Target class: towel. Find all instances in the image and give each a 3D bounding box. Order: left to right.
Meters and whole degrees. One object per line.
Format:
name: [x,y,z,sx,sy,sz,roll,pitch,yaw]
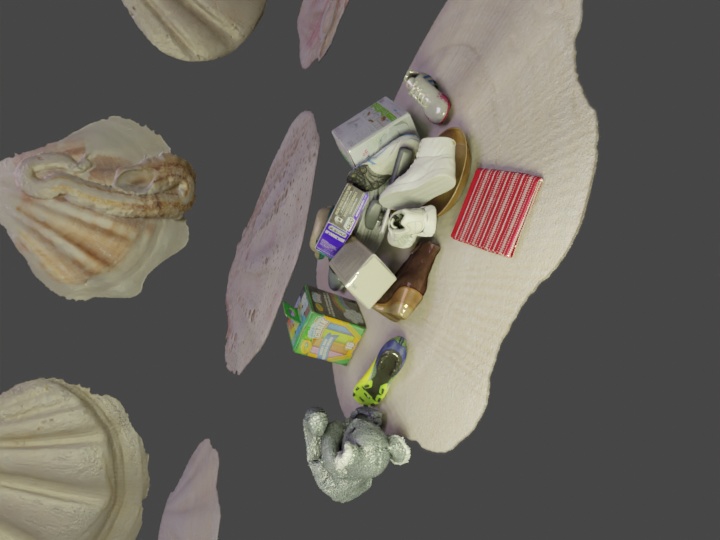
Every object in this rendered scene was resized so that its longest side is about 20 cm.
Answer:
towel: [0.241,-0.109,1.111,0.199,0.022,0.149,31,102,65]

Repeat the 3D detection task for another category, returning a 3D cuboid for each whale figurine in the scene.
whale figurine: [-0.087,-0.107,1.800,0.200,0.101,0.164,91,-166,-86]

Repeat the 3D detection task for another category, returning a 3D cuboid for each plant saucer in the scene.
plant saucer: [0.178,-0.198,1.298,0.201,0.035,0.205,-49,33,46]

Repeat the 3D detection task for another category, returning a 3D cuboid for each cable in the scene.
cable: [0.027,-0.141,1.533,0.200,0.067,0.206,-116,40,-73]

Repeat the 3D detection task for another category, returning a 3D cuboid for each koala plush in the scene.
koala plush: [-0.003,0.352,1.194,0.199,0.172,0.190,-30,59,57]

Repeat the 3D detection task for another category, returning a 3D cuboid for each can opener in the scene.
can opener: [0.065,-0.178,1.380,0.053,0.065,0.205,-100,29,-72]

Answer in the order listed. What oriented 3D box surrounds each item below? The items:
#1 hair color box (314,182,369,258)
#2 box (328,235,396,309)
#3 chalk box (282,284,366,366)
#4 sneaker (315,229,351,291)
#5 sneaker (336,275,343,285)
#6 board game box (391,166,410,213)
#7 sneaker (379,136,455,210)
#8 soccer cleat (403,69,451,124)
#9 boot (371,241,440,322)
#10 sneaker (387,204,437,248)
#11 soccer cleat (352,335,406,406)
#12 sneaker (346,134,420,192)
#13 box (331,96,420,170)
hair color box: [-0.047,-0.113,1.471,0.112,0.063,0.200,-64,4,-19]
box: [0.000,0.000,1.356,0.095,0.078,0.200,-46,20,2]
chalk box: [-0.105,0.131,1.516,0.126,0.195,0.125,-62,25,22]
sneaker: [-0.071,-0.037,1.625,0.082,0.119,0.206,22,107,32]
sneaker: [0.000,0.023,1.494,0.199,0.082,0.077,-3,71,66]
board game box: [0.100,-0.184,1.429,0.200,0.029,0.099,-164,89,-79]
sneaker: [0.123,-0.204,1.284,0.197,0.073,0.119,-18,55,43]
soccer cleat: [0.149,-0.408,1.445,0.071,0.084,0.203,-58,27,29]
boot: [0.096,0.022,1.329,0.170,0.071,0.199,-63,18,-10]
sneaker: [0.090,-0.095,1.302,0.200,0.078,0.078,149,121,-69]
soccer cleat: [0.045,0.218,1.313,0.202,0.064,0.084,-59,-3,39]
sneaker: [0.056,-0.247,1.433,0.196,0.073,0.073,-29,18,15]
box: [0.035,-0.332,1.534,0.174,0.098,0.201,-32,30,0]
